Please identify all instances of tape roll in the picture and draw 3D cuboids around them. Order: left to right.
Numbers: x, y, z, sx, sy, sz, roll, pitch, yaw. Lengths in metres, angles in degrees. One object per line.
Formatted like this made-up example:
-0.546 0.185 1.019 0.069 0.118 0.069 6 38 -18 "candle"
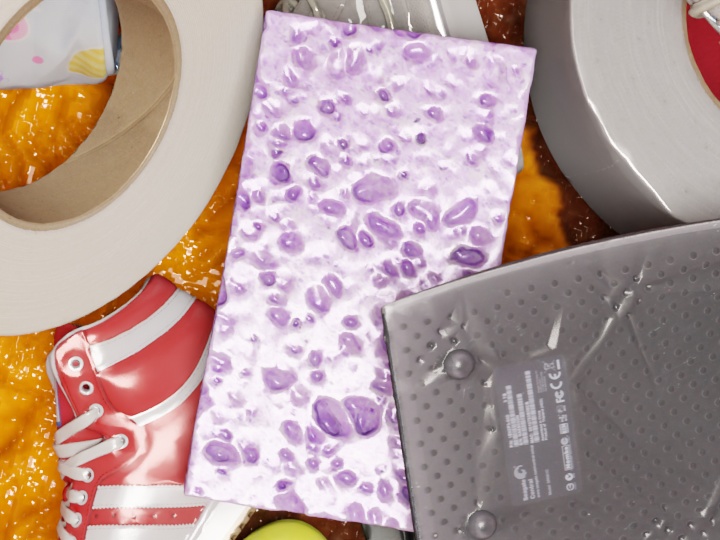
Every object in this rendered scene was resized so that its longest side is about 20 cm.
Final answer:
-0.121 -0.072 0.995 0.037 0.203 0.203 30 85 37 "tape roll"
0.173 -0.097 1.069 0.200 0.066 0.201 2 82 -14 "tape roll"

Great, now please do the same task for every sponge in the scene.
0.000 0.000 1.028 0.111 0.030 0.200 10 88 -1 "sponge"

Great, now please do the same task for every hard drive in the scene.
0.108 0.049 0.998 0.200 0.042 0.135 -12 104 -11 "hard drive"

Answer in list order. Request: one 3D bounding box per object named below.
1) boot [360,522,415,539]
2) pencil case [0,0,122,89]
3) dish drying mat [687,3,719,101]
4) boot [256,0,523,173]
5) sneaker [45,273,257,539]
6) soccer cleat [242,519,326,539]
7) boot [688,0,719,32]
0.094 0.134 1.067 0.168 0.076 0.200 -16 83 0 "boot"
-0.198 -0.106 1.056 0.200 0.083 0.091 -10 105 -3 "pencil case"
0.142 -0.112 1.109 0.077 0.018 0.200 -24 88 -7 "dish drying mat"
-0.007 -0.117 1.072 0.095 0.074 0.200 -19 88 -7 "boot"
-0.111 0.096 1.059 0.112 0.071 0.200 37 79 -6 "sneaker"
-0.069 0.194 1.052 0.065 0.084 0.200 34 86 -1 "soccer cleat"
0.160 -0.104 0.986 0.200 0.074 0.096 6 78 -15 "boot"
